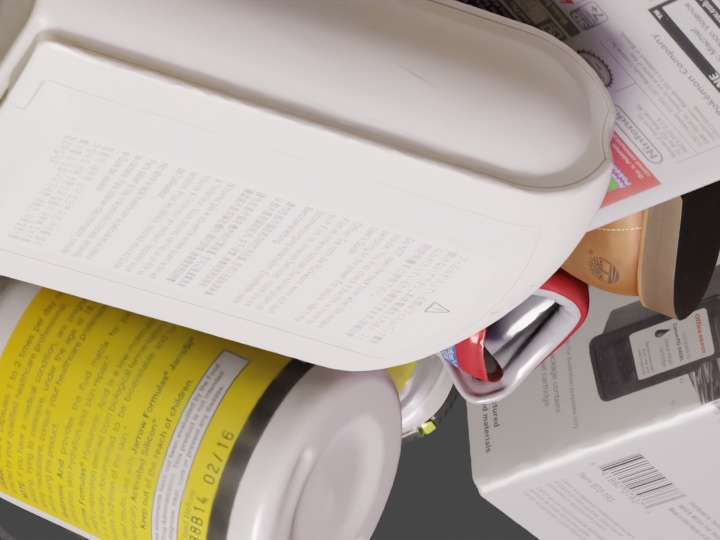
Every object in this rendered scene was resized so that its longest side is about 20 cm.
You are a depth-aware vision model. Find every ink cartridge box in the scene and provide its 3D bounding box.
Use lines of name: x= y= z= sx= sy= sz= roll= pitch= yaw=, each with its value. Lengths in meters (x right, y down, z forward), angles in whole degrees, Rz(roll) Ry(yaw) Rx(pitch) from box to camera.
ink cartridge box: x=0.165 y=0.056 z=1.251 sx=0.199 sy=0.084 sz=0.145 roll=-21 pitch=143 yaw=25

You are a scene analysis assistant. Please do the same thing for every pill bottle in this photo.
pill bottle: x=-0.092 y=0.055 z=1.189 sx=0.199 sy=0.112 sz=0.112 roll=22 pitch=149 yaw=24

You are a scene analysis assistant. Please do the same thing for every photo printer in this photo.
photo printer: x=-0.028 y=-0.036 z=0.933 sx=0.199 sy=0.070 sz=0.166 roll=16 pitch=152 yaw=-17

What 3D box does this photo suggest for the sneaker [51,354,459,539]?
sneaker: x=-0.057 y=0.052 z=1.277 sx=0.199 sy=0.076 sz=0.077 roll=-24 pitch=129 yaw=14

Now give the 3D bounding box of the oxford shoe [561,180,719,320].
oxford shoe: x=0.097 y=-0.083 z=1.053 sx=0.071 sy=0.071 sz=0.201 roll=16 pitch=113 yaw=24

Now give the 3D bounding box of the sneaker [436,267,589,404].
sneaker: x=0.000 y=0.000 z=1.163 sx=0.199 sy=0.113 sz=0.071 roll=-12 pitch=144 yaw=20

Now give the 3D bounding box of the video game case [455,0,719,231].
video game case: x=0.035 y=-0.095 z=0.941 sx=0.200 sy=0.023 sz=0.182 roll=47 pitch=140 yaw=-19
